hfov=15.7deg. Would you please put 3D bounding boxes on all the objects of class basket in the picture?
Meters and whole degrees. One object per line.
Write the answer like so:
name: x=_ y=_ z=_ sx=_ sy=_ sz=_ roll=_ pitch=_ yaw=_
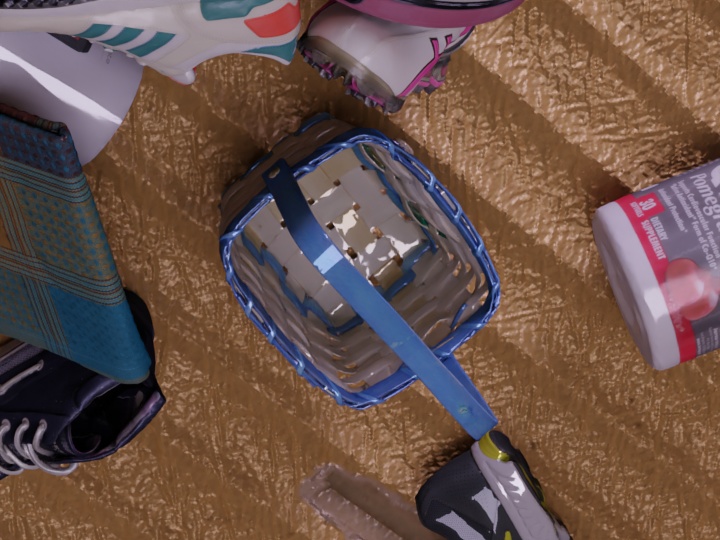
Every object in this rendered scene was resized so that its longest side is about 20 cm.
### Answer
basket: x=0.000 y=0.000 z=1.538 sx=0.139 sy=0.200 sz=0.177 roll=-37 pitch=119 yaw=7

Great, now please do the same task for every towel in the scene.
towel: x=-0.197 y=-0.025 z=1.502 sx=0.022 sy=0.146 sz=0.201 roll=-50 pitch=145 yaw=-32

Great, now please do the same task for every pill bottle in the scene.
pill bottle: x=0.255 y=-0.023 z=1.639 sx=0.199 sy=0.111 sz=0.111 roll=-22 pitch=119 yaw=-2

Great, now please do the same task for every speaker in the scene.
speaker: x=-0.223 y=-0.139 z=1.486 sx=0.199 sy=0.081 sz=0.081 roll=31 pitch=106 yaw=-24

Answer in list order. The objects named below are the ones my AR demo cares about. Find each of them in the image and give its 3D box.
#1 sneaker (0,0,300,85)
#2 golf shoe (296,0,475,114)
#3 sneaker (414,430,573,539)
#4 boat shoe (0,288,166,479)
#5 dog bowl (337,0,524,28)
sneaker: x=-0.127 y=-0.136 z=1.427 sx=0.198 sy=0.071 sz=0.094 roll=-4 pitch=136 yaw=9
golf shoe: x=0.022 y=-0.147 z=1.486 sx=0.072 sy=0.200 sz=0.092 roll=34 pitch=108 yaw=5
sneaker: x=0.102 y=0.199 z=1.744 sx=0.084 sy=0.075 sz=0.201 roll=-26 pitch=110 yaw=7
boat shoe: x=-0.207 y=0.096 z=1.597 sx=0.200 sy=0.093 sz=0.075 roll=-39 pitch=125 yaw=8
dog bowl: x=0.028 y=-0.212 z=1.452 sx=0.199 sy=0.201 sz=0.074 roll=7 pitch=131 yaw=-16
